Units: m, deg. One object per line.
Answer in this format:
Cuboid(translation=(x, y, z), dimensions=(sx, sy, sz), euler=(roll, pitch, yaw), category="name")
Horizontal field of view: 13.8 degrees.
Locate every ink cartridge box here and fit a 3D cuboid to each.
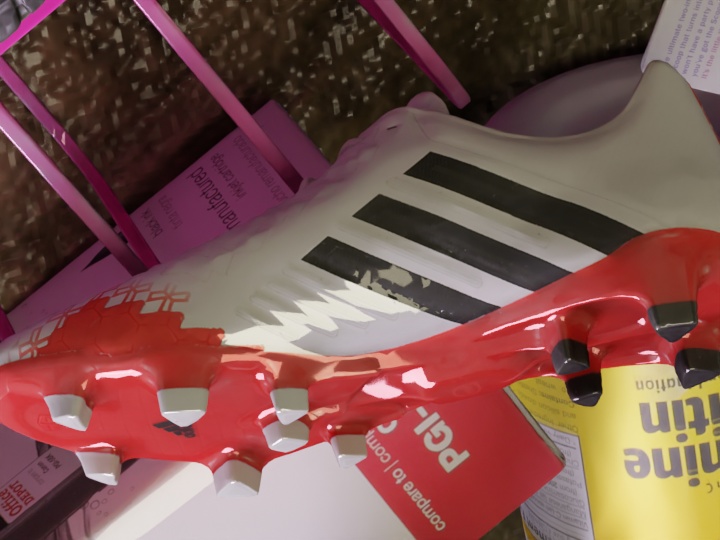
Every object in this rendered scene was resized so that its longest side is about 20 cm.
Cuboid(translation=(-0.061, 0.062, 0.858), dimensions=(0.200, 0.147, 0.083), euler=(-39, 119, -1), category="ink cartridge box")

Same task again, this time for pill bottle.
Cuboid(translation=(0.101, 0.042, 0.927), dimensions=(0.111, 0.112, 0.201), euler=(-17, 118, -12), category="pill bottle")

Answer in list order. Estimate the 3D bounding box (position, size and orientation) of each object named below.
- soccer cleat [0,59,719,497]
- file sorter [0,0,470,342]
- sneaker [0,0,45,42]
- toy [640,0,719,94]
Cuboid(translation=(0.000, 0.000, 0.751), dimensions=(0.199, 0.086, 0.069), euler=(-12, 152, 8), category="soccer cleat")
Cuboid(translation=(-0.058, -0.074, 0.805), dimensions=(0.200, 0.139, 0.126), euler=(-40, 123, 1), category="file sorter")
Cuboid(translation=(-0.065, -0.124, 0.696), dimensions=(0.199, 0.089, 0.077), euler=(-26, 139, 5), category="sneaker")
Cuboid(translation=(0.179, -0.092, 0.807), dimensions=(0.199, 0.047, 0.116), euler=(12, 113, -16), category="toy")
